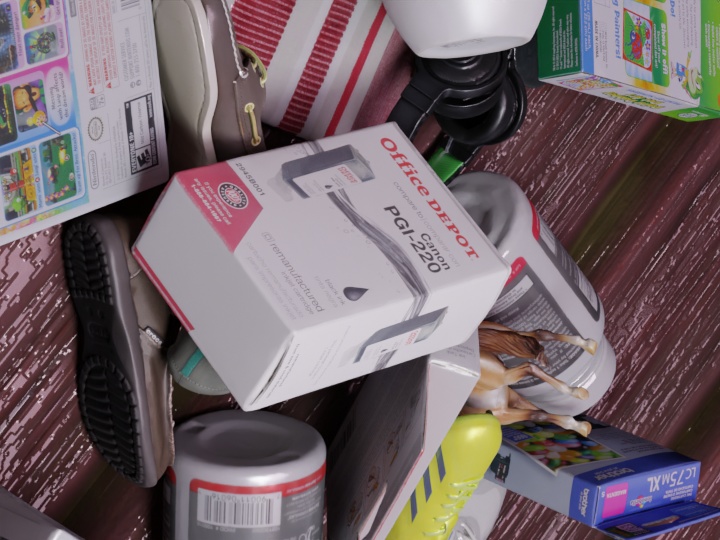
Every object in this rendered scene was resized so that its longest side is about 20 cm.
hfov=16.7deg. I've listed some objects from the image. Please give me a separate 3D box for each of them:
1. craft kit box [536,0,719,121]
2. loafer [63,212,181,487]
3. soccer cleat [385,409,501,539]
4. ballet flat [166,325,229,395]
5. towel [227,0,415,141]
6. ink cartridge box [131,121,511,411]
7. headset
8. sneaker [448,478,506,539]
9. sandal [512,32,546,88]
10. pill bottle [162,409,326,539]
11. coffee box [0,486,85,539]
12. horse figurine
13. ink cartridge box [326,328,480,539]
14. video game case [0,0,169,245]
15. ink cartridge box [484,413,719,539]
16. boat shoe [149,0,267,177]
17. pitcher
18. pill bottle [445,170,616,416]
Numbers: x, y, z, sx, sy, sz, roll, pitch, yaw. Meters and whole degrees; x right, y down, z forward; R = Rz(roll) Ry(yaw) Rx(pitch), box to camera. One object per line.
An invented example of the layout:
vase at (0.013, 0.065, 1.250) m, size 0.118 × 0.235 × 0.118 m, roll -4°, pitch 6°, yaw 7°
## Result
craft kit box at (0.200, -0.222, 1.793) m, size 0.197 × 0.048 × 0.200 m, roll 9°, pitch 77°, yaw -47°
loafer at (-0.144, 0.051, 1.640) m, size 0.071 × 0.073 × 0.200 m, roll -21°, pitch 120°, yaw -35°
soccer cleat at (0.057, 0.170, 1.801) m, size 0.065 × 0.084 × 0.200 m, roll 4°, pitch 147°, yaw -24°
ballet flat at (-0.082, 0.054, 1.680) m, size 0.064 × 0.067 × 0.200 m, roll -53°, pitch 166°, yaw 10°
towel at (-0.035, -0.167, 1.696) m, size 0.200 × 0.023 × 0.144 m, roll 20°, pitch 94°, yaw -43°
ink cartridge box at (-0.023, -0.006, 1.601) m, size 0.200 × 0.146 × 0.085 m, roll -15°, pitch 149°, yaw -43°
headset at (0.070, -0.142, 1.765) m, size 0.200 × 0.094 × 0.124 m, roll -51°, pitch 158°, yaw -3°
sneaker at (0.063, 0.237, 1.896) m, size 0.200 × 0.087 × 0.075 m, roll -52°, pitch 131°, yaw -17°
sandal at (0.191, -0.201, 1.870) m, size 0.200 × 0.048 × 0.075 m, roll -41°, pitch 129°, yaw -24°
pill bottle at (-0.084, 0.210, 1.730) m, size 0.114 × 0.114 × 0.200 m, roll -14°, pitch 115°, yaw -39°
coffee box at (-0.235, 0.249, 1.545) m, size 0.200 × 0.200 × 0.198 m, roll 41°, pitch 78°, yaw -43°
horse figurine at (0.103, 0.082, 1.785) m, size 0.200 × 0.132 × 0.050 m, roll 84°, pitch 19°, yaw -62°
ink cartridge box at (0.026, 0.131, 1.716) m, size 0.045 × 0.176 × 0.200 m, roll 16°, pitch 131°, yaw -13°
video game case at (-0.204, -0.122, 1.525) m, size 0.182 × 0.024 × 0.200 m, roll -23°, pitch 121°, yaw -36°
ink cartridge box at (0.171, 0.150, 1.881) m, size 0.119 × 0.200 × 0.042 m, roll -8°, pitch 113°, yaw -41°
boat shoe at (-0.093, -0.114, 1.609) m, size 0.059 × 0.072 × 0.200 m, roll -27°, pitch 136°, yaw -23°
pitcher at (0.078, -0.250, 1.691) m, size 0.172 × 0.121 × 0.200 m, roll 0°, pitch 83°, yaw -58°
pill bottle at (0.116, 0.025, 1.845) m, size 0.111 × 0.111 × 0.200 m, roll -52°, pitch 133°, yaw -14°
